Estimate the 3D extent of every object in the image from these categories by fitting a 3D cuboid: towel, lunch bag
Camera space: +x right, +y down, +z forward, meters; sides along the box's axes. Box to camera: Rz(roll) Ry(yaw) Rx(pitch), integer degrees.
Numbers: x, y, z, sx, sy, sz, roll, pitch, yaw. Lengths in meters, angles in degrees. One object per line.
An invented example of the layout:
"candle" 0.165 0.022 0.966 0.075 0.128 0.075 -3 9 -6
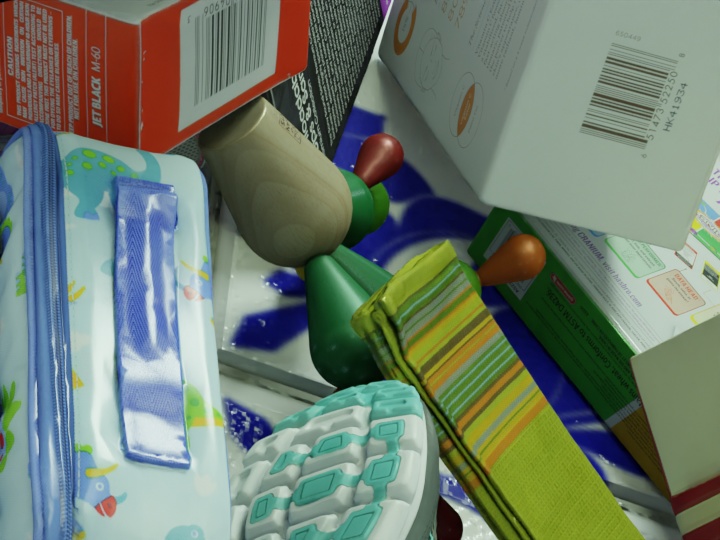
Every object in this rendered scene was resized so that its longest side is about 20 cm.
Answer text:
"towel" 0.071 0.082 0.831 0.200 0.018 0.086 55 28 -3
"lunch bag" -0.099 0.061 0.762 0.082 0.161 0.201 11 46 -21

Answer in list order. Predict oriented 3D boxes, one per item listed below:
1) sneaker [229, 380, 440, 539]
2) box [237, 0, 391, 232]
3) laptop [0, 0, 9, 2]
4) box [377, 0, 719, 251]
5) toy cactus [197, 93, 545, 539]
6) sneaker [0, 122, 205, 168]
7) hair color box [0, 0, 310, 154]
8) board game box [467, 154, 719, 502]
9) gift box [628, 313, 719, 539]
"sneaker" -0.003 0.128 0.739 0.091 0.077 0.201 55 34 -40
"box" -0.030 -0.131 1.018 0.036 0.144 0.200 -1 38 15
"laptop" -0.095 -0.161 0.786 0.186 0.117 0.200 -15 35 -30
"box" 0.089 -0.110 1.021 0.097 0.125 0.200 13 20 -18
"toy cactus" 0.000 0.000 0.902 0.165 0.102 0.201 54 26 -33
"sneaker" -0.139 -0.024 0.892 0.199 0.082 0.088 -16 60 -32
"hair color box" -0.130 -0.110 0.873 0.199 0.064 0.111 22 35 26
"board game box" 0.168 0.011 1.071 0.199 0.040 0.153 -17 60 -42
"gift box" 0.232 0.079 0.883 0.199 0.186 0.186 -2 68 -50
